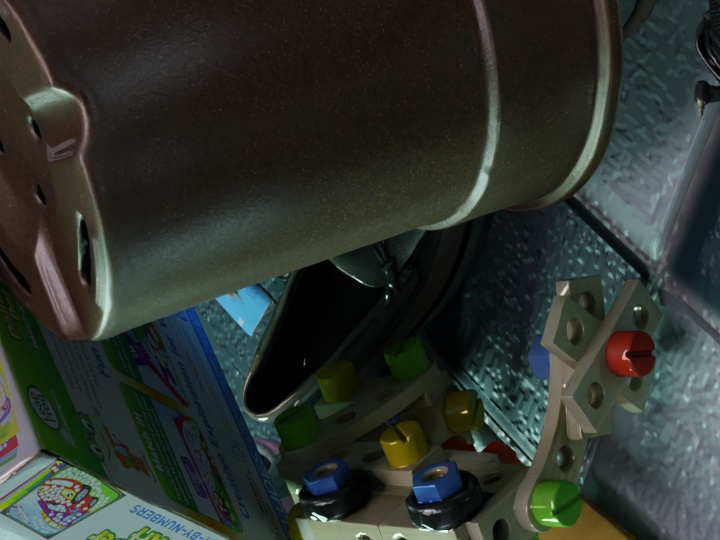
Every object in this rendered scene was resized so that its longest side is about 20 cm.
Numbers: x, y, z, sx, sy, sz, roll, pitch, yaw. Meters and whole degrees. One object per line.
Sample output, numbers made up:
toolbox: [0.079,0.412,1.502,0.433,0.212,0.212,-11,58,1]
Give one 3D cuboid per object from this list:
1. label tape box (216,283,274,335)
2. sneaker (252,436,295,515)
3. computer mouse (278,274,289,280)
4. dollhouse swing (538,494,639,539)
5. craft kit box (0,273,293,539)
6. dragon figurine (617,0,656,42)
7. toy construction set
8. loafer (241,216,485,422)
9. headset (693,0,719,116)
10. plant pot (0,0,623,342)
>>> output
label tape box: [-0.099,-0.067,0.966,0.200,0.063,0.144,43,170,0]
sneaker: [-0.042,0.138,0.918,0.070,0.082,0.200,-59,11,16]
computer mouse: [-0.041,-0.090,0.929,0.058,0.034,0.202,17,116,50]
dollhouse swing: [0.104,0.227,0.873,0.200,0.176,0.182,38,172,41]
craft kit box: [-0.116,0.032,0.831,0.048,0.197,0.201,-34,56,10]
dragon figurine: [0.060,-0.162,0.774,0.099,0.059,0.201,-40,68,53]
toy construction set: [0.041,0.073,0.840,0.200,0.131,0.093,-23,100,50]
loafer: [0.000,0.000,0.912,0.072,0.063,0.201,51,138,31]
headset: [0.151,-0.092,0.625,0.094,0.123,0.200,61,163,22]
plant pot: [-0.045,-0.079,0.737,0.200,0.197,0.201,45,149,37]
